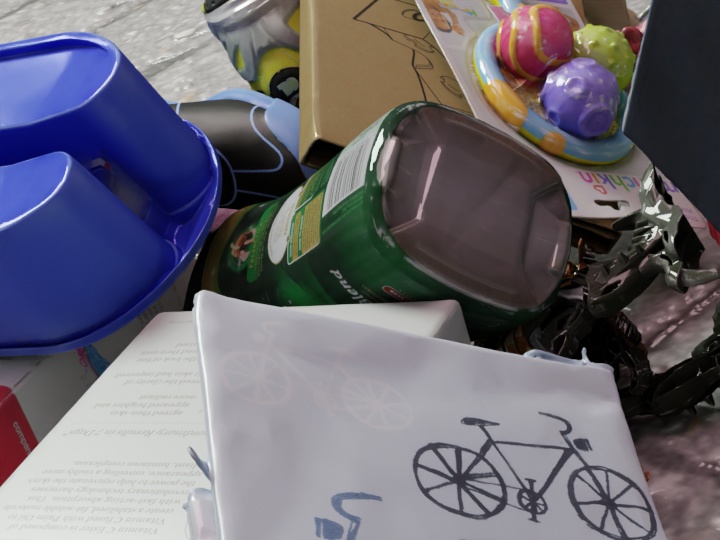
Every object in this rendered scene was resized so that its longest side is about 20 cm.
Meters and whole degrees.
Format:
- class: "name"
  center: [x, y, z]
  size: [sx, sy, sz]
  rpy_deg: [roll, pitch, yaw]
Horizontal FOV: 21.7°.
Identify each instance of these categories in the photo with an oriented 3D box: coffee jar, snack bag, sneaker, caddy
- class: "coffee jar"
  center: [0.000, 0.000, 0.856]
  size: [0.200, 0.104, 0.086]
  rpy_deg: [-28, 43, 56]
- class: "snack bag"
  center: [0.027, 0.090, 0.650]
  size: [0.188, 0.021, 0.200]
  rpy_deg: [11, 40, -21]
- class: "sneaker"
  center: [-0.109, -0.056, 0.989]
  size: [0.199, 0.070, 0.078]
  rpy_deg: [11, 39, 32]
- class: "caddy"
  center: [-0.161, -0.029, 0.903]
  size: [0.199, 0.105, 0.142]
  rpy_deg: [-4, 51, 33]
- class: "sneaker"
  center: [-0.027, -0.107, 1.052]
  size: [0.075, 0.077, 0.200]
  rpy_deg: [-28, -14, 17]

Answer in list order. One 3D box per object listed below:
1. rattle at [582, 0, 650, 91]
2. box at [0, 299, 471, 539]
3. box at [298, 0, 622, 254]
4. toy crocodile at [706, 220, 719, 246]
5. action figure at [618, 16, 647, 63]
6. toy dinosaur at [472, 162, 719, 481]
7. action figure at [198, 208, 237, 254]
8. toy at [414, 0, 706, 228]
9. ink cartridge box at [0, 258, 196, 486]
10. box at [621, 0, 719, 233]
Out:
- class: "rattle"
  center: [0.146, -0.112, 1.094]
  size: [0.199, 0.131, 0.143]
  rpy_deg: [-2, 28, -23]
- class: "box"
  center: [-0.049, 0.108, 0.740]
  size: [0.152, 0.107, 0.200]
  rpy_deg: [-2, 29, 29]
- class: "box"
  center: [0.046, -0.101, 0.954]
  size: [0.163, 0.021, 0.201]
  rpy_deg: [16, 41, -16]
- class: "toy crocodile"
  center: [0.194, -0.017, 0.873]
  size: [0.061, 0.068, 0.200]
  rpy_deg: [-19, 26, -1]
- class: "action figure"
  center: [0.229, -0.140, 1.002]
  size: [0.199, 0.150, 0.134]
  rpy_deg: [-6, 31, -6]
- class: "toy dinosaur"
  center: [0.103, 0.042, 0.825]
  size: [0.135, 0.102, 0.200]
  rpy_deg: [-31, 42, 9]
- class: "action figure"
  center: [-0.119, -0.031, 1.110]
  size: [0.199, 0.134, 0.149]
  rpy_deg: [-13, 53, 10]
- class: "toy"
  center: [0.096, -0.110, 0.934]
  size: [0.115, 0.047, 0.200]
  rpy_deg: [3, 44, -34]
- class: "ink cartridge box"
  center: [-0.183, 0.060, 0.955]
  size: [0.147, 0.086, 0.200]
  rpy_deg: [-1, 29, 34]
- class: "box"
  center: [0.248, -0.066, 0.766]
  size: [0.196, 0.118, 0.200]
  rpy_deg: [-18, 49, -24]
